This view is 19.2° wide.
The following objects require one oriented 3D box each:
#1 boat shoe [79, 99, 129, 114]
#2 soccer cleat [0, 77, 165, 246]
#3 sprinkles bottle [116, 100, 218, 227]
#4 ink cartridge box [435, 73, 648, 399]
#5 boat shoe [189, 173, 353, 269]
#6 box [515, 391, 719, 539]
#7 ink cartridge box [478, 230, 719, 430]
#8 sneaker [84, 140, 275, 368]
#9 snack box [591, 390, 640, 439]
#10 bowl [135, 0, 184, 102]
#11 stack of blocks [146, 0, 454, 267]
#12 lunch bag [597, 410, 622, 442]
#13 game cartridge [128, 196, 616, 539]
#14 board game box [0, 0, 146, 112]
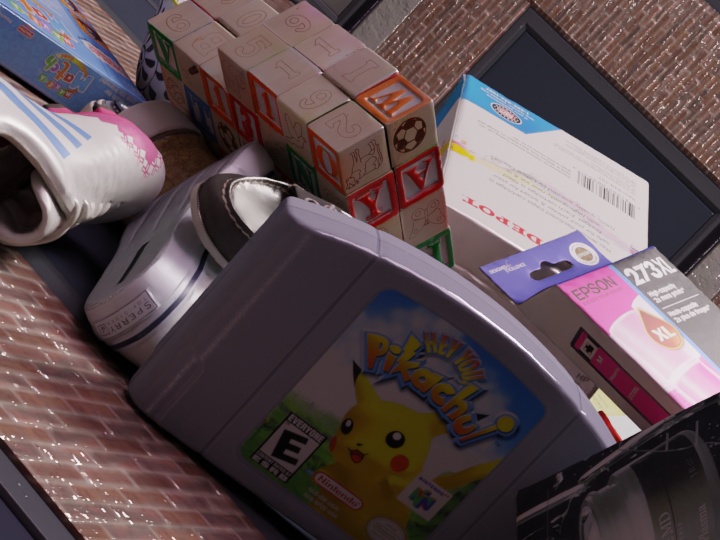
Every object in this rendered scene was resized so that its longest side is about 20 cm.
[{"bbox_3d":[-0.079,-0.053,1.253,0.200,0.093,0.075,47,9,21],"label":"boat shoe"},{"bbox_3d":[-0.150,-0.039,0.987,0.200,0.070,0.086,22,36,-59],"label":"soccer cleat"},{"bbox_3d":[-0.072,-0.005,1.143,0.200,0.068,0.068,49,10,29],"label":"sprinkles bottle"},{"bbox_3d":[0.081,0.004,1.327,0.147,0.145,0.200,31,27,-7],"label":"ink cartridge box"},{"bbox_3d":[0.000,0.000,1.033,0.200,0.057,0.067,36,35,-41],"label":"boat shoe"},{"bbox_3d":[0.173,0.155,0.848,0.124,0.196,0.200,37,37,-30],"label":"box"},{"bbox_3d":[0.164,0.043,1.162,0.095,0.037,0.200,-19,54,-45],"label":"ink cartridge box"},{"bbox_3d":[-0.078,0.001,1.042,0.071,0.073,0.200,56,26,-15],"label":"sneaker"},{"bbox_3d":[0.112,0.097,1.397,0.116,0.037,0.200,-3,28,-18],"label":"snack box"},{"bbox_3d":[-0.085,-0.091,1.410,0.201,0.094,0.201,43,8,-7],"label":"bowl"},{"bbox_3d":[-0.035,-0.081,1.139,0.200,0.059,0.115,42,-26,41],"label":"stack of blocks"},{"bbox_3d":[0.154,0.156,1.111,0.176,0.082,0.200,64,2,6],"label":"lunch bag"},{"bbox_3d":[0.014,0.063,0.947,0.200,0.133,0.040,37,14,-15],"label":"game cartridge"},{"bbox_3d":[-0.226,-0.175,1.356,0.151,0.037,0.200,35,12,-46],"label":"board game box"}]
